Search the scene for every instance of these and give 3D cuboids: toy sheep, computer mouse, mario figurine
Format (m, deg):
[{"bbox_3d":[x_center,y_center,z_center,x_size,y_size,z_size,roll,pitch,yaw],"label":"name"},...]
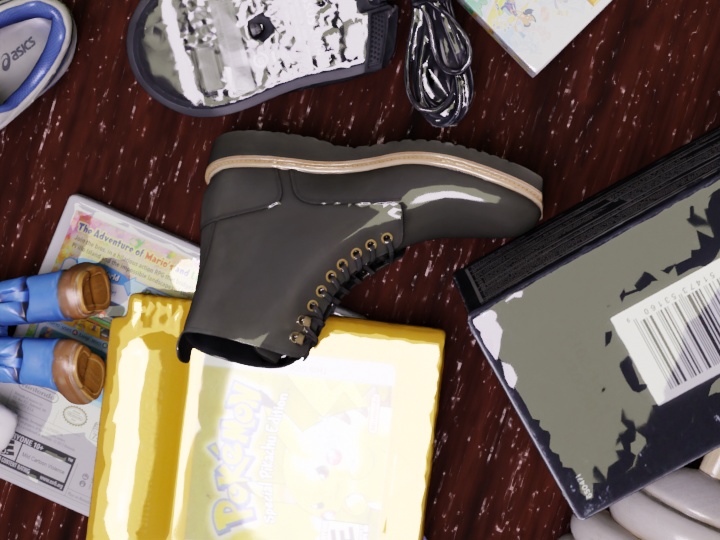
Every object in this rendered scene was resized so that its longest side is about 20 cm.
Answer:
[{"bbox_3d":[0.168,0.179,0.777,0.138,0.138,0.200,20,98,1],"label":"toy sheep"},{"bbox_3d":[-0.036,-0.142,0.799,0.200,0.053,0.139,-8,103,7],"label":"computer mouse"},{"bbox_3d":[-0.247,0.035,0.816,0.200,0.124,0.106,2,134,11],"label":"mario figurine"}]

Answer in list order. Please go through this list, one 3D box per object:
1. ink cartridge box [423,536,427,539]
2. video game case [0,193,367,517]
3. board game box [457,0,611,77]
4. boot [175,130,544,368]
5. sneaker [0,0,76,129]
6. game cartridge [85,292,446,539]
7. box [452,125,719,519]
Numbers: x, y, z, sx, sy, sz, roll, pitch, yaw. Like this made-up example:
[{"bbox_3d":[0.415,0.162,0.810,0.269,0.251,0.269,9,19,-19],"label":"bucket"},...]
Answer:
[{"bbox_3d":[-0.031,0.239,0.843,0.200,0.037,0.095,-34,93,3],"label":"ink cartridge box"},{"bbox_3d":[-0.120,0.074,0.839,0.200,0.024,0.182,23,95,1],"label":"video game case"},{"bbox_3d":[0.127,-0.232,0.796,0.134,0.034,0.200,45,95,-2],"label":"board game box"},{"bbox_3d":[0.000,0.000,0.775,0.200,0.077,0.138,3,64,14],"label":"boot"},{"bbox_3d":[-0.245,-0.091,0.774,0.075,0.088,0.200,44,80,-13],"label":"sneaker"},{"bbox_3d":[-0.057,0.110,0.806,0.200,0.032,0.177,6,91,2],"label":"game cartridge"},{"bbox_3d":[0.166,0.015,0.732,0.200,0.198,0.123,-29,95,5],"label":"box"}]
